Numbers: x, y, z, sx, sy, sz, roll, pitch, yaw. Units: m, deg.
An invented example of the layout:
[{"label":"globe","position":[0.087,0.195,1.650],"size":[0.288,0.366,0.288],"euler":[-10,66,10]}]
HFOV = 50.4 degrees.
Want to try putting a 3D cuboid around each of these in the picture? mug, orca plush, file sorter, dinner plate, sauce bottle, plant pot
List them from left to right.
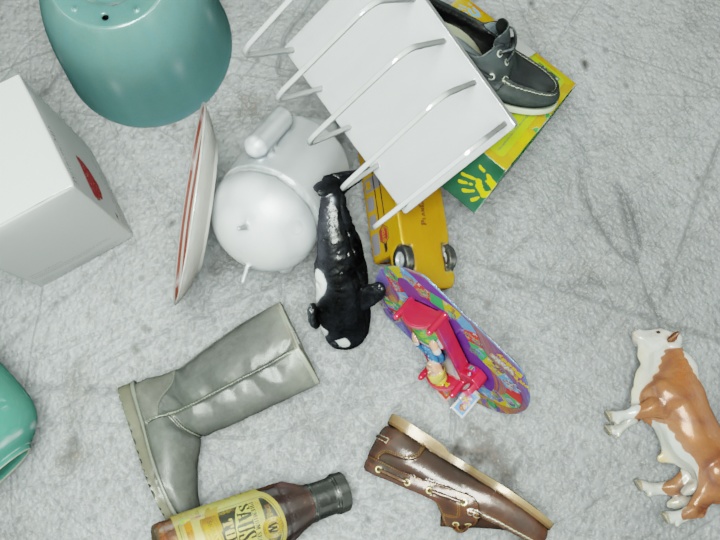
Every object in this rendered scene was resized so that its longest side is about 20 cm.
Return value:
[{"label":"mug","position":[-0.398,0.168,0.753],"size":[0.114,0.185,0.152],"euler":[45,59,0]},{"label":"plant pot","position":[-0.247,-0.278,0.818],"size":[0.196,0.161,0.205],"euler":[0,80,-1]},{"label":"dinner plate","position":[-0.164,-0.065,0.768],"size":[0.024,0.200,0.204],"euler":[7,79,-15]},{"label":"sauce bottle","position":[-0.103,0.247,0.754],"size":[0.197,0.066,0.067],"euler":[-15,80,-25]},{"label":"orca plush","position":[0.000,0.000,0.771],"size":[0.070,0.105,0.204],"euler":[13,112,22]},{"label":"file sorter","position":[0.016,-0.157,0.673],"size":[0.138,0.124,0.201],"euler":[-36,92,28]}]

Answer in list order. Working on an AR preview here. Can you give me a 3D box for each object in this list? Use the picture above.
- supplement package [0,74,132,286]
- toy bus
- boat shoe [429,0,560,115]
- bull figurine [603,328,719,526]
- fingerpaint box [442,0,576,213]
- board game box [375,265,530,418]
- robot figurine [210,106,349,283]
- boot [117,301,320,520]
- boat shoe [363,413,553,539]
[{"label":"supplement package","position":[-0.327,-0.078,0.760],"size":[0.118,0.200,0.123],"euler":[-28,82,-6]},{"label":"toy bus","position":[0.046,-0.074,0.826],"size":[0.064,0.078,0.204],"euler":[-2,79,-30]},{"label":"boat shoe","position":[0.119,-0.219,0.748],"size":[0.197,0.066,0.075],"euler":[24,47,-8]},{"label":"bull figurine","position":[0.326,0.161,0.807],"size":[0.120,0.065,0.202],"euler":[-28,80,-2]},{"label":"fingerpaint box","position":[0.113,-0.182,0.813],"size":[0.166,0.074,0.200],"euler":[39,50,4]},{"label":"board game box","position":[0.077,0.083,0.762],"size":[0.200,0.158,0.039],"euler":[44,70,6]},{"label":"robot figurine","position":[-0.081,-0.079,0.786],"size":[0.111,0.172,0.201],"euler":[6,43,20]},{"label":"boot","position":[-0.134,0.153,0.799],"size":[0.197,0.073,0.185],"euler":[-21,83,-12]},{"label":"boat shoe","position":[0.097,0.229,0.785],"size":[0.198,0.071,0.071],"euler":[30,73,12]}]
